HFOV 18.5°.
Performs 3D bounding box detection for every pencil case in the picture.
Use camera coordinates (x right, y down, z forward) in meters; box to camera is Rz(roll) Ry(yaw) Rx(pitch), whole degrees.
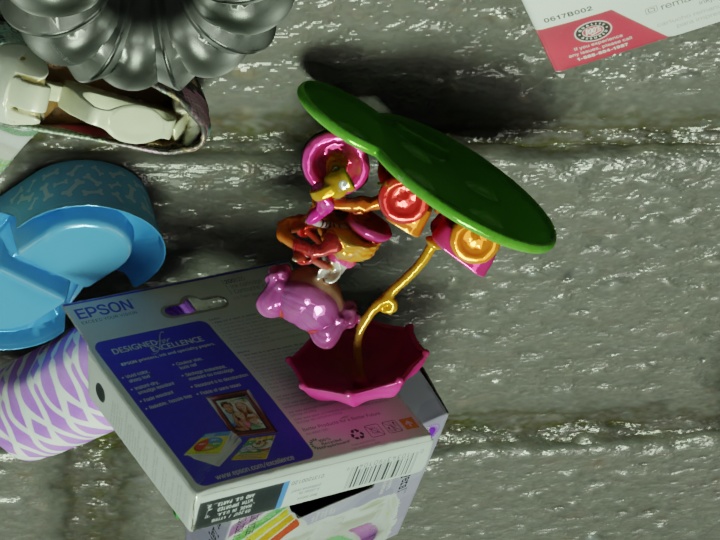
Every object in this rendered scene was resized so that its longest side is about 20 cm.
[{"bbox_3d":[-0.201,0.080,1.638,0.199,0.085,0.084,-24,105,47],"label":"pencil case"}]

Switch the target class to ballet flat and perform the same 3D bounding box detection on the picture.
[{"bbox_3d":[-0.185,-0.111,1.395,0.198,0.071,0.070,10,110,-23],"label":"ballet flat"}]

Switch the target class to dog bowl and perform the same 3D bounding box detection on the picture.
[{"bbox_3d":[-0.225,-0.012,1.560,0.199,0.050,0.111,-31,139,31],"label":"dog bowl"}]

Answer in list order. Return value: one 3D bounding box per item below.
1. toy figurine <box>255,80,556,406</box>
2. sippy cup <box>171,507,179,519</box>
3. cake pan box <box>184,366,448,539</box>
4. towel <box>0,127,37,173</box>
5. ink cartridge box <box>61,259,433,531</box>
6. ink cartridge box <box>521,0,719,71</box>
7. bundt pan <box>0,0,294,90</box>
[{"bbox_3d":[0.000,0.000,1.482,0.199,0.150,0.185,29,109,-13],"label":"toy figurine"},{"bbox_3d":[-0.095,0.109,1.701,0.129,0.141,0.178,-14,-176,-8],"label":"sippy cup"},{"bbox_3d":[-0.037,0.165,1.650,0.183,0.052,0.201,-22,153,-27],"label":"cake pan box"},{"bbox_3d":[-0.315,-0.070,1.477,0.148,0.031,0.200,18,140,-30],"label":"towel"},{"bbox_3d":[-0.082,0.082,1.536,0.197,0.200,0.044,-11,135,-34],"label":"ink cartridge box"},{"bbox_3d":[0.147,-0.220,1.280,0.146,0.086,0.200,-16,146,14],"label":"ink cartridge box"},{"bbox_3d":[-0.126,-0.177,1.308,0.200,0.076,0.203,-4,147,-2],"label":"bundt pan"}]
